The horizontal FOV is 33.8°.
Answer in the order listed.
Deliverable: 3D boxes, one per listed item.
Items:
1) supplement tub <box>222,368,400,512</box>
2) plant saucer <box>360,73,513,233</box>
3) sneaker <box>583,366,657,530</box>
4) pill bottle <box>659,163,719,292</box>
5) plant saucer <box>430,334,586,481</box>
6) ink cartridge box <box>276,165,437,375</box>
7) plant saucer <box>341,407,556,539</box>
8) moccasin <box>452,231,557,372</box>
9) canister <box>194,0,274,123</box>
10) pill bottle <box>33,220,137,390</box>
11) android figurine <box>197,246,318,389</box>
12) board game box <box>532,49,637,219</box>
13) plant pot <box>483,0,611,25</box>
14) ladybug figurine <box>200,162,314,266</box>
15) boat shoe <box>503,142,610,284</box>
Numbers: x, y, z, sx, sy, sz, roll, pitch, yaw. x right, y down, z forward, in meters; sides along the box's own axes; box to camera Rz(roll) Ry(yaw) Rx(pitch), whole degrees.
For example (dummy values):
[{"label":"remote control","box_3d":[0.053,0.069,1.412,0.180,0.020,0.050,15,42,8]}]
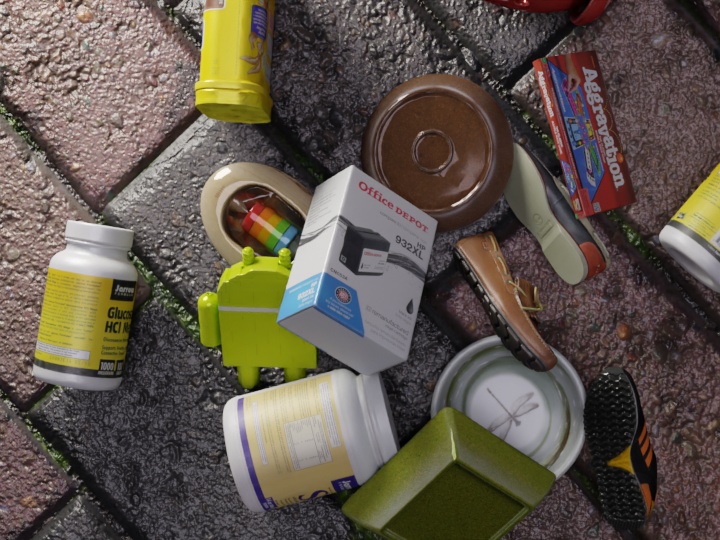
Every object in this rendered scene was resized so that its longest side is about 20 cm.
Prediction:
[{"label":"supplement tub","box_3d":[-0.058,0.205,1.465,0.198,0.145,0.147,-15,90,3]},{"label":"plant saucer","box_3d":[0.093,-0.148,1.494,0.198,0.034,0.203,0,92,14]},{"label":"sneaker","box_3d":[0.330,0.215,1.480,0.069,0.090,0.203,-6,94,31]},{"label":"pill bottle","box_3d":[0.470,-0.080,1.449,0.112,0.112,0.200,42,91,2]},{"label":"plant saucer","box_3d":[0.187,0.180,1.501,0.197,0.050,0.203,0,90,2]},{"label":"ink cartridge box","box_3d":[0.000,0.000,1.423,0.144,0.083,0.202,31,56,-26]},{"label":"plant saucer","box_3d":[0.112,0.285,1.436,0.199,0.048,0.200,34,111,-27]},{"label":"moccasin","box_3d":[0.190,0.036,1.467,0.077,0.074,0.202,-25,54,-7]},{"label":"canister","box_3d":[-0.151,-0.294,1.468,0.085,0.149,0.203,3,88,3]},{"label":"pill bottle","box_3d":[-0.342,0.043,1.493,0.111,0.112,0.203,9,91,2]},{"label":"android figurine","box_3d":[-0.114,0.060,1.474,0.180,0.041,0.202,0,122,4]},{"label":"board game box","box_3d":[0.282,-0.172,1.482,0.102,0.019,0.202,-15,89,-38]},{"label":"plant pot","box_3d":[0.230,-0.407,1.430,0.180,0.200,0.203,17,91,-6]},{"label":"ladybug figurine","box_3d":[-0.112,-0.052,1.502,0.200,0.072,0.136,41,92,2]},{"label":"boat shoe","box_3d":[0.243,-0.077,1.492,0.062,0.071,0.201,-20,73,-34]}]
